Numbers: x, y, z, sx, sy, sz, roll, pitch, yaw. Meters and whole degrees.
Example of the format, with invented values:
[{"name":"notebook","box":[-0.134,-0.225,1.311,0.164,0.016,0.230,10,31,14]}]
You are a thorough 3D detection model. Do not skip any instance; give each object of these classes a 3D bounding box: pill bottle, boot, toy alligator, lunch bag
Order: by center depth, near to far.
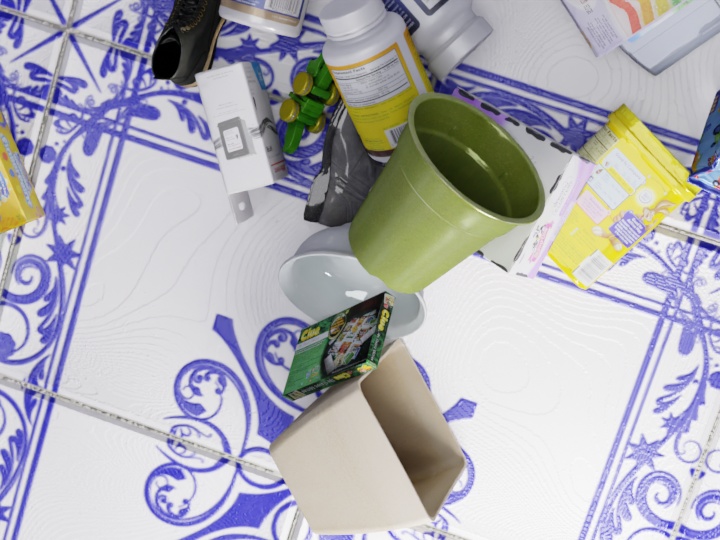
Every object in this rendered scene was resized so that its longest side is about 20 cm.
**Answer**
[{"name":"pill bottle","box":[0.023,-0.241,1.617,0.109,0.109,0.200,-20,119,11]},{"name":"lunch bag","box":[0.525,-0.136,1.618,0.200,0.094,0.151,30,61,-7]},{"name":"pill bottle","box":[0.069,-0.346,1.658,0.116,0.116,0.200,-41,92,12]},{"name":"pill bottle","box":[-0.106,-0.408,1.675,0.111,0.111,0.201,17,101,5]},{"name":"boot","box":[-0.218,-0.335,1.690,0.077,0.138,0.201,8,99,7]},{"name":"toy alligator","box":[-0.060,-0.250,1.726,0.059,0.054,0.200,17,107,-40]},{"name":"boot","box":[0.011,-0.140,1.735,0.131,0.070,0.201,16,108,-2]}]

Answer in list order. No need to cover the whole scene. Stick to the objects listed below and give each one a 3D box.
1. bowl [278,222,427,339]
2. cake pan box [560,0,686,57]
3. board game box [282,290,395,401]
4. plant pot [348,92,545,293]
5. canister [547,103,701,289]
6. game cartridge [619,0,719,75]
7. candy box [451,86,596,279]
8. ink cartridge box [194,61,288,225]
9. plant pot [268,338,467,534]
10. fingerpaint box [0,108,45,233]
[{"name":"bowl","box":[0.000,0.000,1.714,0.200,0.201,0.091,15,60,5]},{"name":"cake pan box","box":[0.318,-0.395,1.615,0.184,0.052,0.200,-32,93,10]},{"name":"board game box","box":[-0.030,0.100,1.702,0.023,0.200,0.105,28,60,-25]},{"name":"plant pot","box":[0.086,-0.075,1.571,0.200,0.200,0.190,41,125,0]},{"name":"canister","box":[0.313,-0.092,1.681,0.200,0.087,0.149,-44,90,14]},{"name":"game cartridge","box":[0.357,-0.355,1.658,0.133,0.040,0.200,-35,93,16]},{"name":"candy box","box":[0.169,-0.110,1.658,0.200,0.071,0.168,36,103,33]},{"name":"ink cartridge box","box":[-0.148,-0.169,1.719,0.066,0.116,0.201,-14,98,9]},{"name":"plant pot","box":[0.000,0.238,1.732,0.177,0.200,0.200,-27,95,22]},{"name":"fingerpaint box","box":[-0.554,-0.135,1.803,0.166,0.073,0.201,-20,96,11]}]
